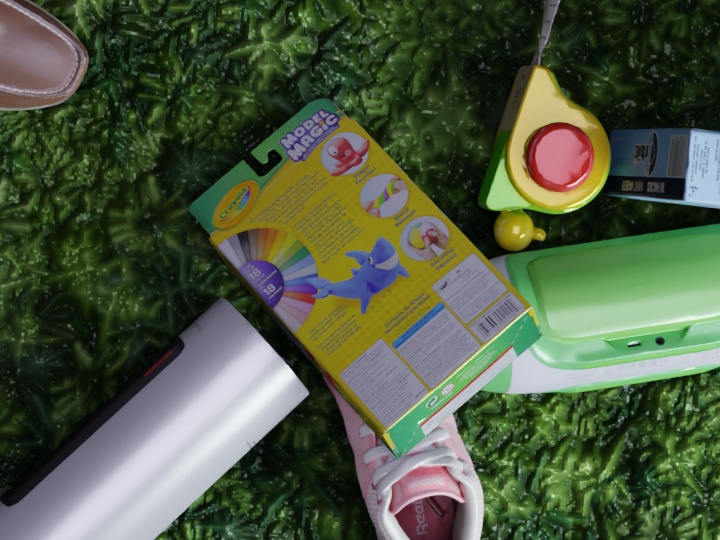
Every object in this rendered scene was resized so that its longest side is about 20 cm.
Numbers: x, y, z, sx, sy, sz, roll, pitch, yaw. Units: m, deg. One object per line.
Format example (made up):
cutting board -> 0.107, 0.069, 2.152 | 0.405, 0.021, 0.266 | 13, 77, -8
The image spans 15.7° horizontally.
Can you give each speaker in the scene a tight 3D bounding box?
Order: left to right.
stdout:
speaker -> -0.126, 0.109, 1.546 | 0.200, 0.081, 0.081 | -43, 99, -5
speaker -> 0.163, 0.022, 1.591 | 0.199, 0.088, 0.089 | -8, 94, -9

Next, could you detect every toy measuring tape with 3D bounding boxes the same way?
toy measuring tape -> 0.129, -0.105, 1.586 | 0.073, 0.074, 0.201 | 18, 90, -10

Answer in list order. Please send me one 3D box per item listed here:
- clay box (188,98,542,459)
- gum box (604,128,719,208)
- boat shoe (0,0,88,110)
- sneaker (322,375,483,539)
clay box -> 0.000, 0.000, 1.543 | 0.115, 0.048, 0.200 | -39, 62, -5
gum box -> 0.264, -0.054, 1.561 | 0.199, 0.170, 0.045 | 6, 91, -10
boat shoe -> -0.253, -0.145, 1.513 | 0.199, 0.072, 0.076 | 19, 90, -10
sneaker -> 0.027, 0.091, 1.561 | 0.075, 0.105, 0.201 | -15, 94, -7
